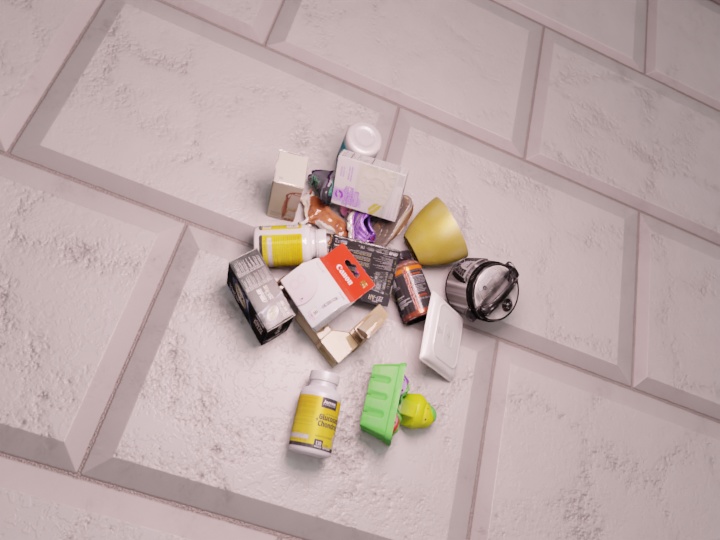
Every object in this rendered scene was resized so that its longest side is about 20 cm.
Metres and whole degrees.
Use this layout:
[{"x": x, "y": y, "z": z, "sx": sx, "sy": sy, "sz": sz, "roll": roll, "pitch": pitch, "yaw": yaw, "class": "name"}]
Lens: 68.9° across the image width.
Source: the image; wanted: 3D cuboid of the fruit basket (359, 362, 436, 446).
[{"x": 0.110, "y": 0.362, "z": 1.397, "sx": 0.210, "sy": 0.156, "sz": 0.221, "roll": -1, "pitch": 66, "yaw": 2, "class": "fruit basket"}]

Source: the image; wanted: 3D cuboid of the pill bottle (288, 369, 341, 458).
[{"x": -0.110, "y": 0.363, "z": 1.337, "sx": 0.110, "sy": 0.112, "sz": 0.204, "roll": 15, "pitch": 68, "yaw": -11, "class": "pill bottle"}]

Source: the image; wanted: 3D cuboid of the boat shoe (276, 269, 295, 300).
[{"x": -0.161, "y": 0.025, "z": 1.464, "sx": 0.198, "sy": 0.072, "sz": 0.076, "roll": -34, "pitch": 83, "yaw": -24, "class": "boat shoe"}]

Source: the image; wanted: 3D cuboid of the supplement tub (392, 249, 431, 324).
[{"x": 0.144, "y": 0.046, "z": 1.530, "sx": 0.105, "sy": 0.107, "sz": 0.204, "roll": -13, "pitch": 74, "yaw": -20, "class": "supplement tub"}]

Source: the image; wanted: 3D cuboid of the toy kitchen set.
[{"x": -0.040, "y": 0.119, "z": 1.418, "sx": 0.199, "sy": 0.163, "sz": 0.181, "roll": -38, "pitch": 85, "yaw": -25, "class": "toy kitchen set"}]

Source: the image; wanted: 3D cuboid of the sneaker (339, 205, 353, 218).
[{"x": 0.022, "y": -0.212, "z": 1.606, "sx": 0.196, "sy": 0.081, "sz": 0.090, "roll": -9, "pitch": 69, "yaw": -26, "class": "sneaker"}]

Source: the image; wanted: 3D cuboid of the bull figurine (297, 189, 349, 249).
[{"x": -0.115, "y": -0.145, "z": 1.544, "sx": 0.198, "sy": 0.065, "sz": 0.122, "roll": 37, "pitch": 68, "yaw": 0, "class": "bull figurine"}]

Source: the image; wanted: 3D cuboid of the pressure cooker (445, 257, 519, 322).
[{"x": 0.361, "y": 0.055, "z": 1.520, "sx": 0.174, "sy": 0.199, "sz": 0.181, "roll": 3, "pitch": 95, "yaw": -21, "class": "pressure cooker"}]

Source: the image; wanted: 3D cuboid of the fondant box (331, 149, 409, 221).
[{"x": 0.025, "y": -0.238, "z": 1.476, "sx": 0.196, "sy": 0.147, "sz": 0.059, "roll": 18, "pitch": 34, "yaw": 7, "class": "fondant box"}]

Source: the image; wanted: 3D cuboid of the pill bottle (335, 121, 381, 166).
[{"x": -0.013, "y": -0.342, "z": 1.570, "sx": 0.108, "sy": 0.200, "sz": 0.113, "roll": 5, "pitch": 68, "yaw": -14, "class": "pill bottle"}]

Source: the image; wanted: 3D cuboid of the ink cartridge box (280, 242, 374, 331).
[{"x": -0.087, "y": 0.034, "z": 1.374, "sx": 0.199, "sy": 0.057, "sz": 0.163, "roll": -38, "pitch": 68, "yaw": -1, "class": "ink cartridge box"}]

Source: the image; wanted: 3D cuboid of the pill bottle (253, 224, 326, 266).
[{"x": -0.192, "y": -0.069, "z": 1.449, "sx": 0.195, "sy": 0.112, "sz": 0.114, "roll": -3, "pitch": 71, "yaw": -5, "class": "pill bottle"}]

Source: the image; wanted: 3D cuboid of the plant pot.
[{"x": 0.212, "y": -0.096, "z": 1.573, "sx": 0.140, "sy": 0.200, "sz": 0.203, "roll": -28, "pitch": 80, "yaw": 0, "class": "plant pot"}]

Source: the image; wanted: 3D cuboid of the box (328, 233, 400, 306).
[{"x": 0.000, "y": 0.000, "z": 1.471, "sx": 0.195, "sy": 0.044, "sz": 0.164, "roll": 12, "pitch": 96, "yaw": -9, "class": "box"}]

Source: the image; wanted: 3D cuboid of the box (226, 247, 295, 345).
[{"x": -0.263, "y": 0.073, "z": 1.366, "sx": 0.085, "sy": 0.164, "sz": 0.202, "roll": -28, "pitch": 81, "yaw": -24, "class": "box"}]

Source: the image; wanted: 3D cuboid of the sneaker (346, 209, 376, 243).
[{"x": 0.007, "y": -0.076, "z": 1.517, "sx": 0.080, "sy": 0.082, "sz": 0.206, "roll": -6, "pitch": 92, "yaw": -62, "class": "sneaker"}]

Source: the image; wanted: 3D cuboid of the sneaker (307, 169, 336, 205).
[{"x": -0.119, "y": -0.247, "z": 1.541, "sx": 0.085, "sy": 0.076, "sz": 0.201, "roll": 11, "pitch": 24, "yaw": -1, "class": "sneaker"}]

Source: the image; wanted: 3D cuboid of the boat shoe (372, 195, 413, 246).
[{"x": 0.095, "y": -0.128, "z": 1.574, "sx": 0.076, "sy": 0.072, "sz": 0.201, "roll": 42, "pitch": 93, "yaw": 30, "class": "boat shoe"}]

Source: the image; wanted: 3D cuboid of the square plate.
[{"x": 0.238, "y": 0.188, "z": 1.488, "sx": 0.198, "sy": 0.028, "sz": 0.204, "roll": 40, "pitch": 57, "yaw": -45, "class": "square plate"}]

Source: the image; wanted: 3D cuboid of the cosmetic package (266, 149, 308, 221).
[{"x": -0.206, "y": -0.233, "z": 1.471, "sx": 0.085, "sy": 0.200, "sz": 0.106, "roll": 12, "pitch": 68, "yaw": -11, "class": "cosmetic package"}]
